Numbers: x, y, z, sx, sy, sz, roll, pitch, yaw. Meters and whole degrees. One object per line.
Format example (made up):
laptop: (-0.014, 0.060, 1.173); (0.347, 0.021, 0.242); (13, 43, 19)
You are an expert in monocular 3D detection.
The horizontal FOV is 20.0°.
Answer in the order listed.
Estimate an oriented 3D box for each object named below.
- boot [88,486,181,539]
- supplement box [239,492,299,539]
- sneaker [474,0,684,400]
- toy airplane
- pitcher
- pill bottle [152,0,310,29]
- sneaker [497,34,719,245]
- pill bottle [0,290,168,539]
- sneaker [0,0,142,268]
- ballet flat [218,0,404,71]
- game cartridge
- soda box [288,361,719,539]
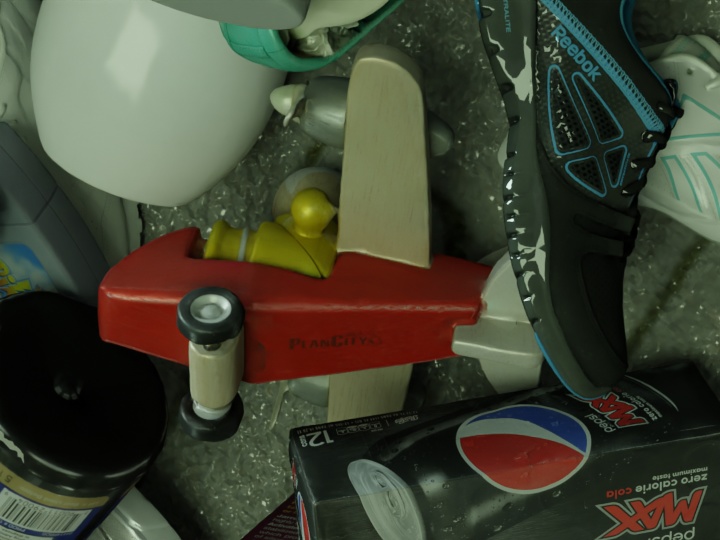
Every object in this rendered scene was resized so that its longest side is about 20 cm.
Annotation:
boot: (-0.126, 0.197, 1.084); (0.201, 0.095, 0.074); (54, 151, 1)
supplement box: (-0.020, 0.201, 0.987); (0.102, 0.200, 0.132); (7, 109, 21)
sneaker: (0.099, -0.046, 0.862); (0.081, 0.073, 0.202); (-8, 95, 8)
toy airplane: (0.000, 0.000, 0.967); (0.200, 0.142, 0.199); (-40, 128, 20)
pitcher: (-0.097, -0.150, 0.975); (0.171, 0.121, 0.201); (37, 113, 38)
pill bottle: (-0.040, -0.206, 0.824); (0.110, 0.111, 0.202); (11, 85, 21)
sneaker: (0.158, -0.058, 0.904); (0.199, 0.070, 0.081); (17, 109, 19)
pill bottle: (-0.188, 0.110, 1.027); (0.112, 0.112, 0.200); (46, 128, 5)
sneaker: (-0.175, -0.068, 1.044); (0.076, 0.081, 0.202); (-15, 104, 24)
ballet flat: (0.027, -0.153, 0.888); (0.200, 0.070, 0.067); (-40, 124, -3)
game cartridge: (-0.189, 0.013, 1.055); (0.132, 0.041, 0.201); (-4, 129, 23)
soda box: (0.070, 0.100, 0.933); (0.198, 0.063, 0.071); (-9, 120, -9)
